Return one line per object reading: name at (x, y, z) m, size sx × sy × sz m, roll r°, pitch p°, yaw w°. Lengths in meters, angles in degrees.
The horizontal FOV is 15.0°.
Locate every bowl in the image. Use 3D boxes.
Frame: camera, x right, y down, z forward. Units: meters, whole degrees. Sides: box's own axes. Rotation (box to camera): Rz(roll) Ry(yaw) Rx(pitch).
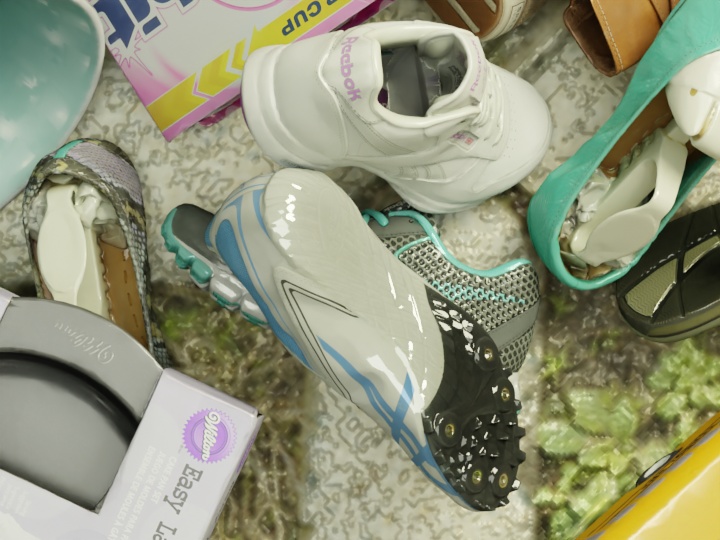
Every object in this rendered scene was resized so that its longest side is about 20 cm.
bowl at (-0.233, -0.095, 1.312) m, size 0.201 × 0.201 × 0.105 m, roll -42°, pitch 69°, yaw 1°

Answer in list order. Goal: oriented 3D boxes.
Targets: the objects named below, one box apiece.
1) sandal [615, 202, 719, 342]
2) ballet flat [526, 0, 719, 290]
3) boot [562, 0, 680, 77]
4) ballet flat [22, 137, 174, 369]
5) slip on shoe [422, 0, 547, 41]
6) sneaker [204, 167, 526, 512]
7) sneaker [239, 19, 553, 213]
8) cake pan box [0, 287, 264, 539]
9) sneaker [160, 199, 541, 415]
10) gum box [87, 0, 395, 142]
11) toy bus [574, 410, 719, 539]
sandal at (0.224, -0.011, 1.354) m, size 0.200 × 0.080 × 0.057 m, roll -20°, pitch 134°, yaw 9°
ballet flat at (0.152, -0.063, 1.309) m, size 0.067 × 0.071 × 0.200 m, roll 20°, pitch 125°, yaw -27°
boot at (0.131, -0.207, 1.333) m, size 0.155 × 0.077 × 0.201 m, roll -33°, pitch 101°, yaw -15°
ballet flat at (-0.132, 0.035, 1.355) m, size 0.072 × 0.072 × 0.202 m, roll -10°, pitch 91°, yaw 1°
slip on shoe at (0.026, -0.206, 1.358) m, size 0.060 × 0.076 × 0.200 m, roll -33°, pitch 79°, yaw -38°
sneaker at (0.006, 0.034, 1.294) m, size 0.200 × 0.072 × 0.072 m, roll 51°, pitch 54°, yaw -15°
sneaker at (0.038, -0.074, 1.294) m, size 0.099 × 0.199 × 0.075 m, roll -16°, pitch 78°, yaw 40°
cake pan box at (-0.164, 0.112, 1.297) m, size 0.183 × 0.052 × 0.201 m, roll 26°, pitch 90°, yaw -2°
sneaker at (0.000, 0.000, 1.355) m, size 0.199 × 0.078 × 0.092 m, roll 23°, pitch 87°, yaw -8°
gum box at (-0.047, -0.158, 1.320) m, size 0.199 × 0.066 × 0.114 m, roll -32°, pitch 89°, yaw 27°
toy bus at (0.147, 0.138, 1.321) m, size 0.200 × 0.078 × 0.065 m, roll -39°, pitch 90°, yaw -24°
